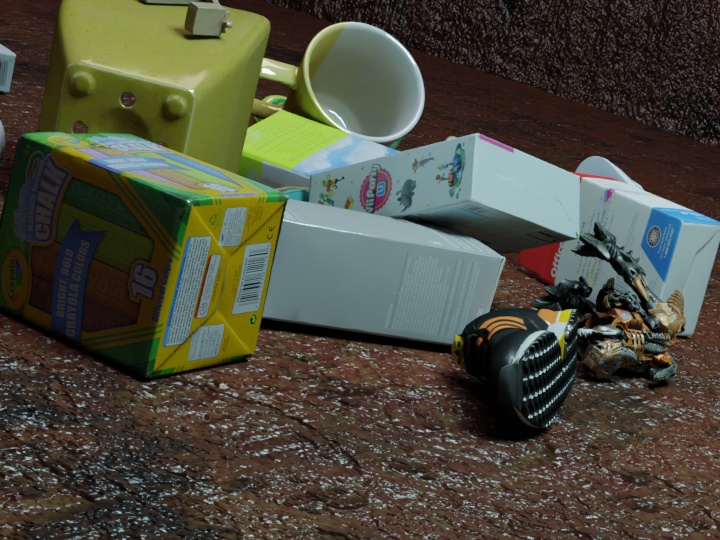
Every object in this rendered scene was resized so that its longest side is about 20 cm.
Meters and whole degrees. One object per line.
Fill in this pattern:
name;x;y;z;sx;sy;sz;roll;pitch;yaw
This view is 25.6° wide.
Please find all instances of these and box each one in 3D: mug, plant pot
mug;-0.037;-0.197;1.840;0.186;0.150;0.153;40;-31;-4
plant pot;-0.201;-0.141;1.442;0.193;0.196;0.200;13;19;-4

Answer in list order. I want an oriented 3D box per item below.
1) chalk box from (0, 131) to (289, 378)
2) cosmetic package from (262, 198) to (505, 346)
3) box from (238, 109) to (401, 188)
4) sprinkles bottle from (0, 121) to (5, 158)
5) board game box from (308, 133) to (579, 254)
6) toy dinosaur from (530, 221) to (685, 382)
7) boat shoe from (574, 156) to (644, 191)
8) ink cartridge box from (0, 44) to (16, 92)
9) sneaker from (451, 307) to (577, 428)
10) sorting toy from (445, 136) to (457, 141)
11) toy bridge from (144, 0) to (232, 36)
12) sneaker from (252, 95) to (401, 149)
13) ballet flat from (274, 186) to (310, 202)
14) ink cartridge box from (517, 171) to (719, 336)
chalk box;-0.172;-0.023;1.104;0.199;0.126;0.123;20;14;28
cosmetic package;0.000;0.000;1.273;0.198;0.091;0.107;12;11;-25
box;-0.039;-0.108;1.693;0.198;0.048;0.122;21;33;25
sprinkles bottle;-0.370;-0.101;1.340;0.068;0.069;0.200;16;14;8
board game box;0.071;-0.056;1.397;0.199;0.065;0.147;-12;-21;43
toy dinosaur;0.227;0.044;1.377;0.136;0.102;0.200;45;10;21
boat shoe;0.312;-0.047;1.727;0.065;0.074;0.201;14;39;-53
ink cartridge box;-0.501;-0.266;1.923;0.108;0.051;0.200;5;15;-32
sneaker;0.105;0.069;1.171;0.089;0.071;0.200;2;9;18
sorting toy;0.207;-0.083;1.791;0.200;0.037;0.184;41;15;35
toy bridge;-0.171;-0.261;1.465;0.067;0.027;0.200;-4;30;-38
sneaker;-0.037;-0.164;1.973;0.198;0.075;0.084;5;29;-26
ballet flat;-0.037;-0.038;1.484;0.063;0.069;0.199;-12;-11;43
ink cartridge box;0.253;-0.024;1.573;0.067;0.117;0.199;3;18;-38
